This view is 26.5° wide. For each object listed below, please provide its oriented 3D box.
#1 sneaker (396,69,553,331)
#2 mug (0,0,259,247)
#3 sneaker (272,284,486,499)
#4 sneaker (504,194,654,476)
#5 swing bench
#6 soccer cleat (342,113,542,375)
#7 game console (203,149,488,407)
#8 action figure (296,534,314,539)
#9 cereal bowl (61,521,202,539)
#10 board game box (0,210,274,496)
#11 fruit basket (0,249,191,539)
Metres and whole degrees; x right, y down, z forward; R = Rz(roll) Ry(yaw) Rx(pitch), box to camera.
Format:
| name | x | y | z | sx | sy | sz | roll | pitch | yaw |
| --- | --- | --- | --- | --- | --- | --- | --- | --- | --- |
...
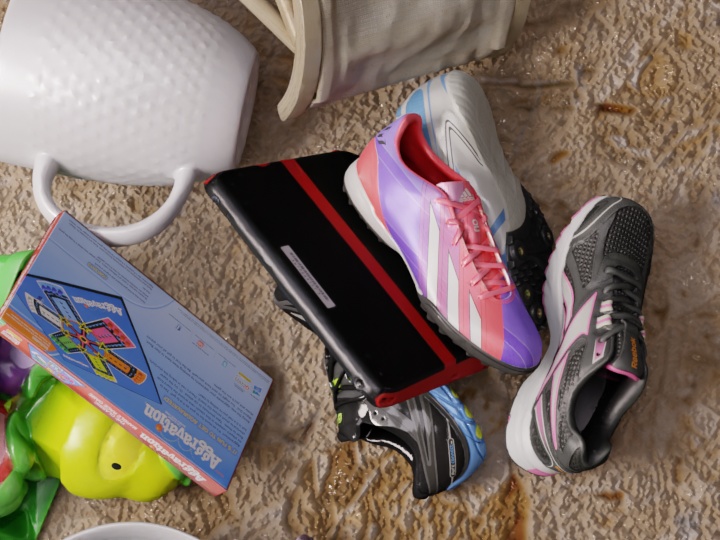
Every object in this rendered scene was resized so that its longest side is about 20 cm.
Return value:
| name | x | y | z | sx | sy | sz | roll | pitch | yaw |
| --- | --- | --- | --- | --- | --- | --- | --- | --- | --- |
| sneaker | 0.086 | -0.045 | 1.117 | 0.072 | 0.071 | 0.202 | -28 | 78 | 36 |
| mug | -0.172 | -0.112 | 1.116 | 0.173 | 0.148 | 0.203 | 11 | 67 | 0 |
| sneaker | 0.003 | 0.078 | 1.088 | 0.083 | 0.071 | 0.200 | -40 | 77 | -10 |
| sneaker | 0.171 | 0.050 | 1.054 | 0.079 | 0.086 | 0.203 | 16 | 84 | -25 |
| swing bench | 0.000 | -0.238 | 1.093 | 0.197 | 0.130 | 0.201 | -20 | 66 | -28 |
| soccer cleat | 0.066 | -0.018 | 1.055 | 0.201 | 0.068 | 0.073 | 53 | 125 | 20 |
| game console | 0.000 | 0.000 | 1.064 | 0.201 | 0.176 | 0.031 | 51 | 125 | 17 |
| action figure | -0.007 | 0.285 | 1.007 | 0.147 | 0.134 | 0.202 | 16 | 76 | 12 |
| cereal bowl | -0.160 | 0.276 | 1.043 | 0.197 | 0.083 | 0.203 | 3 | 74 | -10 |
| board game box | -0.153 | 0.059 | 1.062 | 0.200 | 0.019 | 0.104 | 41 | 46 | -20 |
| fruit basket | -0.222 | 0.102 | 1.084 | 0.213 | 0.155 | 0.219 | -9 | 67 | 22 |
